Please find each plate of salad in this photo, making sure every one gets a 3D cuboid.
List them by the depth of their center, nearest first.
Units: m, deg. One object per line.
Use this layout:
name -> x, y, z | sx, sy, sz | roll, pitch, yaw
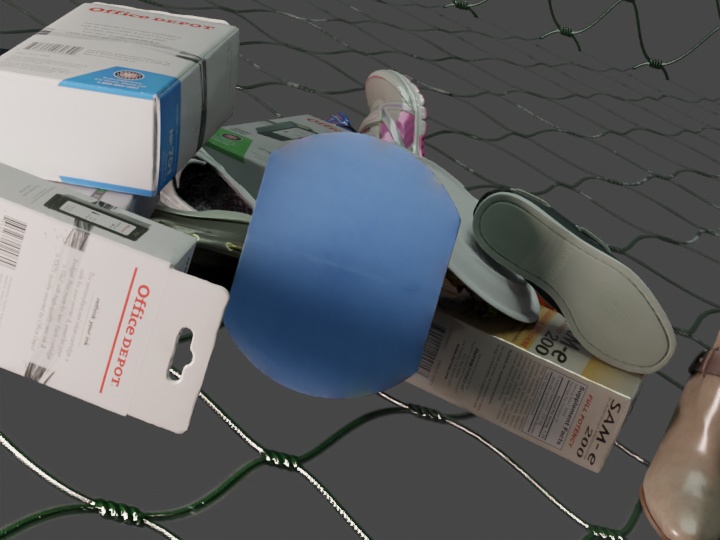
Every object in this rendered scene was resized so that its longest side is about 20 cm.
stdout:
plate of salad -> 0.075, -0.028, 1.181 | 0.200, 0.048, 0.201 | 42, 19, -18

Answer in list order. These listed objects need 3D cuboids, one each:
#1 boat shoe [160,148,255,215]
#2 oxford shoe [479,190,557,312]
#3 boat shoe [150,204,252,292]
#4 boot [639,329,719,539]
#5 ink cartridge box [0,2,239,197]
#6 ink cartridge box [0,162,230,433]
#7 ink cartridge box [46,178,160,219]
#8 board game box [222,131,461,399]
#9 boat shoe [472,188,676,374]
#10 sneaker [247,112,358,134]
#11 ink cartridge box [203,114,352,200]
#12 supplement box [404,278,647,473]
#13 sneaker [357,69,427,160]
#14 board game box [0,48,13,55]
boat shoe -> -0.156, -0.082, 1.267 | 0.200, 0.072, 0.069 | 47, -17, 16
oxford shoe -> 0.167, 0.013, 1.340 | 0.072, 0.071, 0.202 | 8, 51, -47
boat shoe -> -0.161, -0.010, 1.128 | 0.199, 0.073, 0.061 | 0, 39, -27
boot -> 0.278, 0.117, 1.100 | 0.069, 0.148, 0.200 | 22, 19, 4
ink cartridge box -> -0.194, -0.141, 1.119 | 0.144, 0.087, 0.200 | 9, 25, 10
ink cartridge box -> -0.187, 0.018, 0.956 | 0.198, 0.117, 0.068 | 21, 20, 3
ink cartridge box -> -0.239, -0.065, 1.082 | 0.158, 0.051, 0.201 | 8, 43, 9
board game box -> -0.012, -0.003, 1.089 | 0.156, 0.203, 0.039 | 16, 0, 5
boat shoe -> 0.177, 0.002, 1.148 | 0.200, 0.076, 0.060 | 45, 18, -3
sneaker -> -0.045, -0.147, 1.610 | 0.198, 0.079, 0.075 | 8, 21, -32
ink cartridge box -> -0.064, -0.087, 1.388 | 0.145, 0.085, 0.199 | 25, 23, 28
supplement box -> 0.135, 0.077, 1.180 | 0.198, 0.074, 0.126 | 25, 20, 12
sneaker -> 0.025, -0.136, 1.549 | 0.087, 0.082, 0.203 | 2, 60, -22
board game box -> -0.298, -0.123, 1.264 | 0.134, 0.035, 0.201 | -1, 47, -46
